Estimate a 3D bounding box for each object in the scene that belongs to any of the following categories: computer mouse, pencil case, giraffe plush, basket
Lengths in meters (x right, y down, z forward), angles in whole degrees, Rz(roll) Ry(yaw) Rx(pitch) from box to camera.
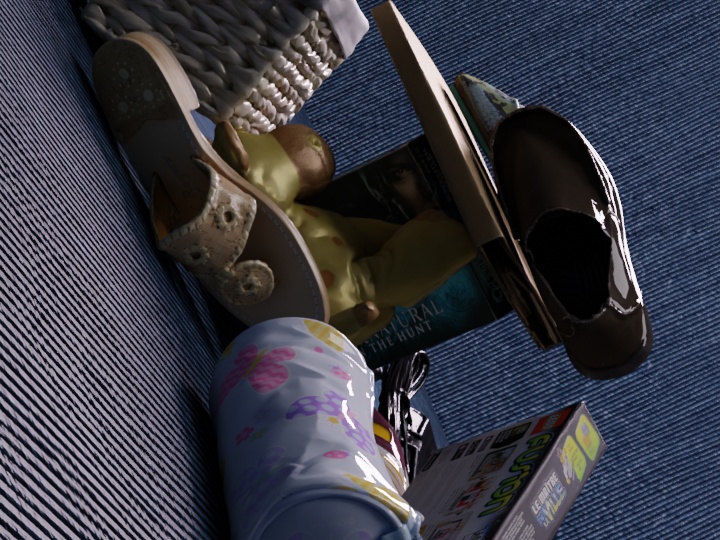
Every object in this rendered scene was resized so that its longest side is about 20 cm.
[{"bbox_3d":[0.032,0.162,1.849,0.139,0.053,0.200,-72,154,-52],"label":"computer mouse"},{"bbox_3d":[-0.026,0.097,1.190,0.200,0.091,0.083,-111,175,-65],"label":"pencil case"},{"bbox_3d":[-0.049,-0.022,1.516,0.162,0.173,0.200,56,37,4],"label":"giraffe plush"},{"bbox_3d":[-0.088,-0.165,1.562,0.136,0.123,0.200,37,1,6],"label":"basket"}]

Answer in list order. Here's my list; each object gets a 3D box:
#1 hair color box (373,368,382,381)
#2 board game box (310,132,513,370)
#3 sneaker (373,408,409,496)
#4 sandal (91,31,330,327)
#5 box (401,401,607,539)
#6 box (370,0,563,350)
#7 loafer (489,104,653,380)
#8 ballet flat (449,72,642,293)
[{"bbox_3d":[-0.052,-0.001,1.825,0.111,0.064,0.200,57,7,-79],"label":"hair color box"},{"bbox_3d":[0.000,0.000,1.641,0.028,0.200,0.135,-31,95,-49],"label":"board game box"},{"bbox_3d":[-0.008,0.125,1.452,0.200,0.075,0.090,-113,-178,-49],"label":"sneaker"},{"bbox_3d":[-0.103,-0.036,1.372,0.212,0.078,0.070,58,35,-3],"label":"sandal"},{"bbox_3d":[0.059,0.148,1.342,0.035,0.110,0.200,62,31,-12],"label":"box"},{"bbox_3d":[0.071,-0.062,1.556,0.200,0.021,0.163,68,8,31],"label":"box"},{"bbox_3d":[0.131,-0.030,1.477,0.071,0.073,0.200,57,9,-58],"label":"loafer"},{"bbox_3d":[0.130,-0.052,1.592,0.200,0.074,0.074,64,3,-3],"label":"ballet flat"}]
